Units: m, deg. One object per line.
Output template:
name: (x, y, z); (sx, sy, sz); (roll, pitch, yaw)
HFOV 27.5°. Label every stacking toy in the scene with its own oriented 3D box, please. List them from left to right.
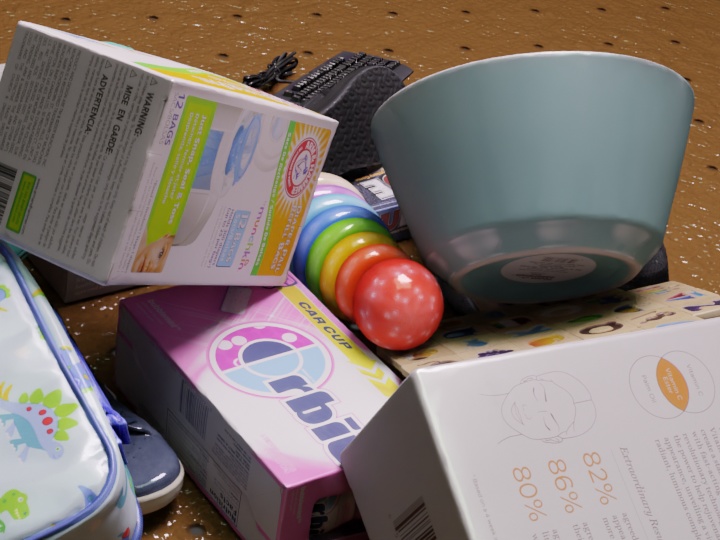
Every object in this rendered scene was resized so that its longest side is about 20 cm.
stacking toy: (0.000, 0.000, 0.934); (0.085, 0.086, 0.200); (-3, 18, -21)

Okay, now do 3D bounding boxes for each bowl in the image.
bowl: (0.107, -0.045, 0.892); (0.200, 0.201, 0.106); (2, 72, -14)

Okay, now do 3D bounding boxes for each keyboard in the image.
keyboard: (-0.037, -0.163, 1.255); (0.127, 0.021, 0.200); (8, 20, 15)

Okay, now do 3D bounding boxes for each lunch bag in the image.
lunch bag: (-0.206, 0.083, 0.729); (0.160, 0.083, 0.200); (-27, 58, -14)

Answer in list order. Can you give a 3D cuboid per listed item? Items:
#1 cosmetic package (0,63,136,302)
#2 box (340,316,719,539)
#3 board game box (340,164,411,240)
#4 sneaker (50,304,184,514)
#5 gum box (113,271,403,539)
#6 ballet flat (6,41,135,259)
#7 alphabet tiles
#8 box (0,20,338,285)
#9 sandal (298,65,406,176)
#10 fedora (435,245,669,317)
cosmetic package: (-0.203, -0.071, 1.035); (0.106, 0.090, 0.200); (-13, 42, -31)
box: (0.115, 0.124, 0.749); (0.199, 0.106, 0.153); (-7, 64, -27)
board game box: (0.024, -0.079, 1.159); (0.199, 0.035, 0.135); (-16, 41, -36)
sneaker: (-0.178, 0.062, 0.832); (0.200, 0.085, 0.075); (29, 36, 26)
gum box: (-0.047, 0.081, 0.855); (0.113, 0.066, 0.200); (-14, 40, -33)
ballet flat: (-0.205, -0.066, 0.919); (0.067, 0.200, 0.070); (41, 12, -26)
alphabet tiles: (0.115, 0.035, 0.870); (0.199, 0.006, 0.166); (-12, 10, -11)
box: (-0.110, -0.059, 0.825); (0.101, 0.113, 0.200); (22, 8, 22)
sandal: (-0.029, -0.102, 1.084); (0.048, 0.076, 0.200); (10, 27, 33)
fedora: (0.151, -0.007, 1.027); (0.200, 0.092, 0.201); (7, 32, -5)
